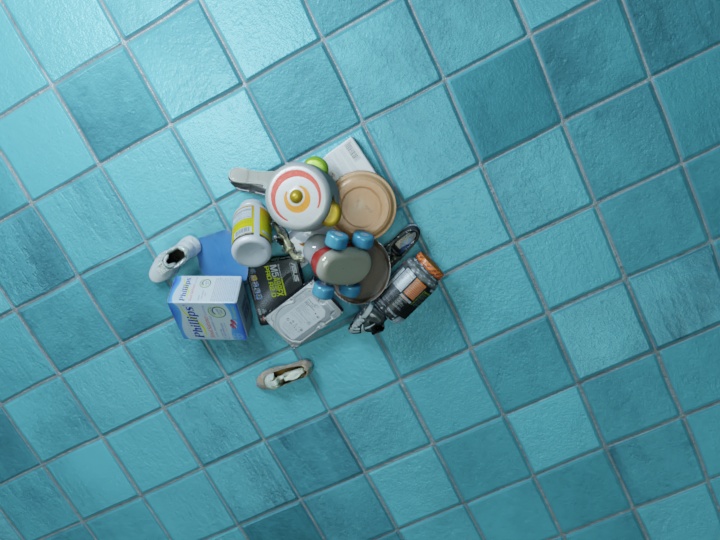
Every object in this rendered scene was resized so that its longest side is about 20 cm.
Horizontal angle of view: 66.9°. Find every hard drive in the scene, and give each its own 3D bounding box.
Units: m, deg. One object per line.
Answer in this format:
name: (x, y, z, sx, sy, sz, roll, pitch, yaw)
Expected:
hard drive: (-0.168, 0.128, 1.620, 0.200, 0.038, 0.140, -36, 107, 14)

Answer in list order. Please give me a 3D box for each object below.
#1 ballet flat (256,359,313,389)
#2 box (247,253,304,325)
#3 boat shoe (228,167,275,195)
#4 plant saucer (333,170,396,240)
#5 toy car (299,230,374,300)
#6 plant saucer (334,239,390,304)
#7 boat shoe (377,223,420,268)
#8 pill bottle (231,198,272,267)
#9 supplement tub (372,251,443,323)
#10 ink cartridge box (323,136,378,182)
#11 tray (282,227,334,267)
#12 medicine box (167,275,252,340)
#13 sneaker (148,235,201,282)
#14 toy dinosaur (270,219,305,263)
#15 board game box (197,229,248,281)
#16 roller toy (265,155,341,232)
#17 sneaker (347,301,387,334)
ballet flat: (-0.245, 0.332, 1.709, 0.199, 0.067, 0.068, -24, 102, 9)
box: (-0.246, 0.059, 1.637, 0.159, 0.044, 0.201, -8, 112, 5)
boat shoe: (-0.280, -0.251, 1.573, 0.199, 0.057, 0.067, 12, 69, -4)
plant saucer: (0.003, -0.179, 1.536, 0.199, 0.032, 0.201, 1, 105, 2)
toy car: (-0.086, -0.046, 1.540, 0.176, 0.200, 0.185, -3, 118, -38)
plant saucer: (0.000, 0.000, 1.592, 0.199, 0.032, 0.201, -4, 81, 24)
boat shoe: (0.098, -0.057, 1.596, 0.069, 0.057, 0.200, 41, 103, -8)
pill bottle: (-0.303, -0.111, 1.523, 0.109, 0.201, 0.110, -5, 133, -5)
supplement tub: (0.140, 0.049, 1.588, 0.122, 0.123, 0.200, 43, 102, -8)
ink cartridge box: (-0.039, -0.249, 1.559, 0.176, 0.045, 0.200, -33, 100, 10)
tray: (-0.135, -0.110, 1.612, 0.200, 0.022, 0.107, -39, 99, 12)
medicine box: (-0.436, 0.112, 1.602, 0.199, 0.103, 0.183, 0, 138, 3)
sneaker: (-0.567, -0.027, 1.610, 0.200, 0.099, 0.078, -39, 98, 20)
toy dinosaur: (-0.221, -0.099, 1.530, 0.047, 0.088, 0.200, -33, 63, 5)
board game box: (-0.400, -0.038, 1.617, 0.199, 0.039, 0.159, -13, 99, 33)
roller toy: (-0.155, -0.193, 1.463, 0.182, 0.140, 0.201, -21, 91, 11)
sneaker: (0.023, 0.159, 1.597, 0.090, 0.200, 0.067, 33, 62, -1)
